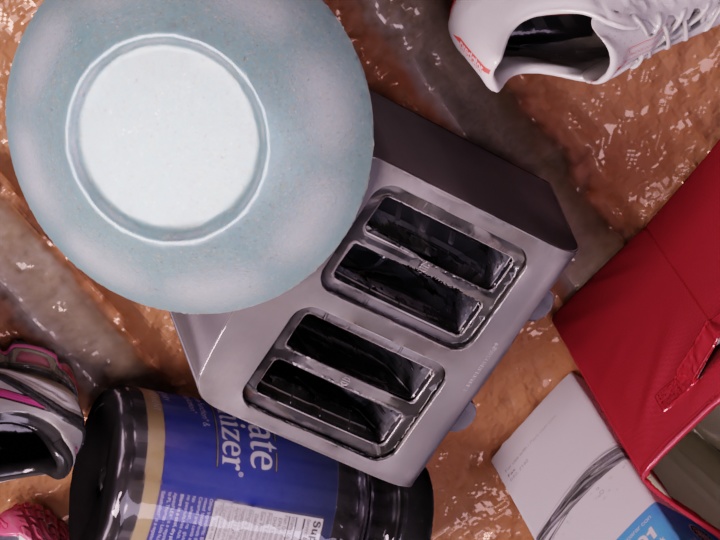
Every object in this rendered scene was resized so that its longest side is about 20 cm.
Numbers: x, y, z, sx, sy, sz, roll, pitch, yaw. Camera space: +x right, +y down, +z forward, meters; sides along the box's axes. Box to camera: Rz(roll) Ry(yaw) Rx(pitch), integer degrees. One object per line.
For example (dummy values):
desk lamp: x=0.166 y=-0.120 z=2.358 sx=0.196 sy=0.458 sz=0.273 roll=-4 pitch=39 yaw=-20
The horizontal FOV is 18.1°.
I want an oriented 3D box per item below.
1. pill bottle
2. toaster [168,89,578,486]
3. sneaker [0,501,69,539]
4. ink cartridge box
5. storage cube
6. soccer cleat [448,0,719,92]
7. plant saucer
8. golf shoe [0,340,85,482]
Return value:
pill bottle: x=-0.064 y=0.138 z=1.335 sx=0.200 sy=0.112 sz=0.112 roll=11 pitch=116 yaw=-20
toaster: x=0.000 y=0.000 z=1.269 sx=0.200 sy=0.119 sz=0.181 roll=26 pitch=109 yaw=-25
sneaker: x=-0.192 y=0.231 z=1.375 sx=0.075 sy=0.081 sz=0.200 roll=-13 pitch=122 yaw=-4
ink cartridge box: x=0.181 y=0.169 z=1.363 sx=0.146 sy=0.200 sz=0.086 roll=32 pitch=106 yaw=-28
storage cube: x=0.249 y=0.056 z=1.328 sx=0.200 sy=0.180 sz=0.171 roll=34 pitch=107 yaw=-29
soccer cleat: x=0.148 y=-0.140 z=1.241 sx=0.200 sy=0.085 sz=0.069 roll=-9 pitch=133 yaw=-7
plant saucer: x=-0.094 y=-0.070 z=1.160 sx=0.201 sy=0.039 sz=0.201 roll=3 pitch=104 yaw=13
golf shoe: x=-0.255 y=0.086 z=1.270 sx=0.200 sy=0.092 sz=0.073 roll=-3 pitch=121 yaw=-11
